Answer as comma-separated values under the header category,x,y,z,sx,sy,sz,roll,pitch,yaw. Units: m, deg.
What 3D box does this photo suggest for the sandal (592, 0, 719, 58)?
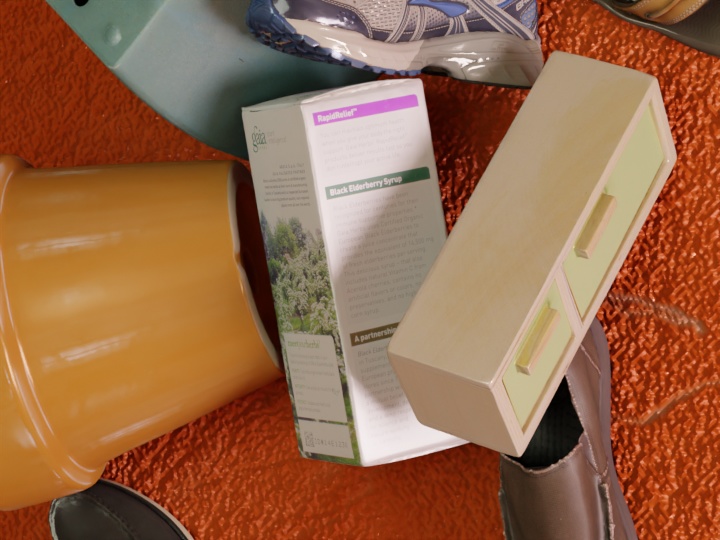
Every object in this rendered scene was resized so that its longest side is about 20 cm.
category,x,y,z,sx,sy,sz,roll,pitch,yaw
sandal,0.165,-0.169,1.321,0.199,0.055,0.082,25,98,27

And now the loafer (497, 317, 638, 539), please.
category,x,y,z,sx,sy,sz,roll,pitch,yaw
loafer,0.100,0.116,1.323,0.073,0.071,0.201,-12,80,26

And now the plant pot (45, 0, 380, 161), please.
category,x,y,z,sx,sy,sz,roll,pitch,yaw
plant pot,-0.085,-0.159,1.368,0.141,0.200,0.141,47,106,23

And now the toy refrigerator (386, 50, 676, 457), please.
category,x,y,z,sx,sy,sz,roll,pitch,yaw
toy refrigerator,0.095,-0.010,1.283,0.070,0.076,0.201,18,63,27

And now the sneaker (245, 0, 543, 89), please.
category,x,y,z,sx,sy,sz,roll,pitch,yaw
sneaker,0.020,-0.148,1.315,0.077,0.199,0.086,15,100,45

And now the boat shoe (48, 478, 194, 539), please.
category,x,y,z,sx,sy,sz,roll,pitch,yaw
boat shoe,-0.122,0.201,1.439,0.074,0.063,0.202,-47,66,19

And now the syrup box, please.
category,x,y,z,sx,sy,sz,roll,pitch,yaw
syrup box,0.000,0.000,1.341,0.079,0.081,0.201,0,100,62

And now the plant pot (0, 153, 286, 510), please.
category,x,y,z,sx,sy,sz,roll,pitch,yaw
plant pot,-0.141,0.018,1.400,0.182,0.200,0.202,-14,79,10
